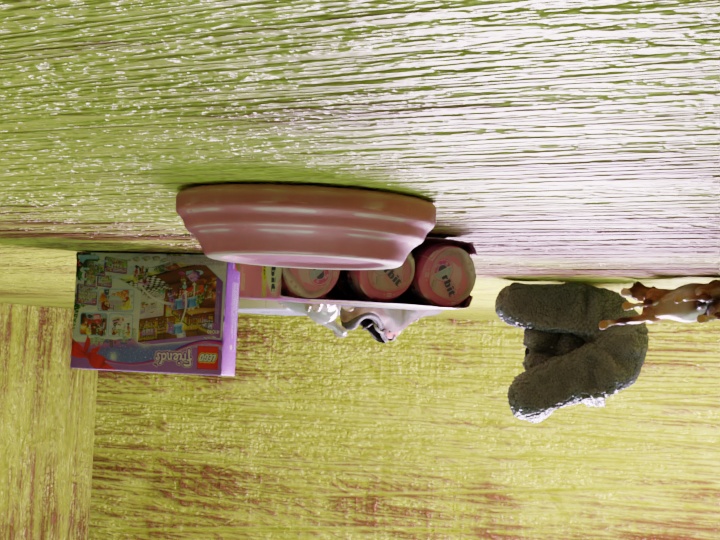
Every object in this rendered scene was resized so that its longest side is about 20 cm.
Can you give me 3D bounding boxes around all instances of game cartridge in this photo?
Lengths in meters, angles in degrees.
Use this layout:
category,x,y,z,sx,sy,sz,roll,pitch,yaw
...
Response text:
category,x,y,z,sx,sy,sz,roll,pitch,yaw
game cartridge,-0.125,0.048,2.802,0.133,0.041,0.200,1,178,-35

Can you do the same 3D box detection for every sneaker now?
category,x,y,z,sx,sy,sz,roll,pitch,yaw
sneaker,0.036,0.056,2.409,0.077,0.082,0.199,-1,175,44

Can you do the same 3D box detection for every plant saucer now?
category,x,y,z,sx,sy,sz,roll,pitch,yaw
plant saucer,-0.042,-0.031,1.397,0.199,0.051,0.201,3,177,0

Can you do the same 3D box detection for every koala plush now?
category,x,y,z,sx,sy,sz,roll,pitch,yaw
koala plush,0.276,0.101,2.318,0.183,0.178,0.200,-8,171,8

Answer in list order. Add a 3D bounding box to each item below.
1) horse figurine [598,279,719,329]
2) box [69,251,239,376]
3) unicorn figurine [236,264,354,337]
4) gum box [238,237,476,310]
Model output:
category,x,y,z,sx,sy,sz,roll,pitch,yaw
horse figurine,0.363,0.036,2.054,0.199,0.050,0.132,-8,-178,40
box,-0.237,0.049,2.107,0.199,0.138,0.039,2,176,22
unicorn figurine,-0.054,0.025,2.033,0.199,0.074,0.137,8,167,20
gum box,0.000,0.000,1.692,0.199,0.066,0.113,4,178,-23
